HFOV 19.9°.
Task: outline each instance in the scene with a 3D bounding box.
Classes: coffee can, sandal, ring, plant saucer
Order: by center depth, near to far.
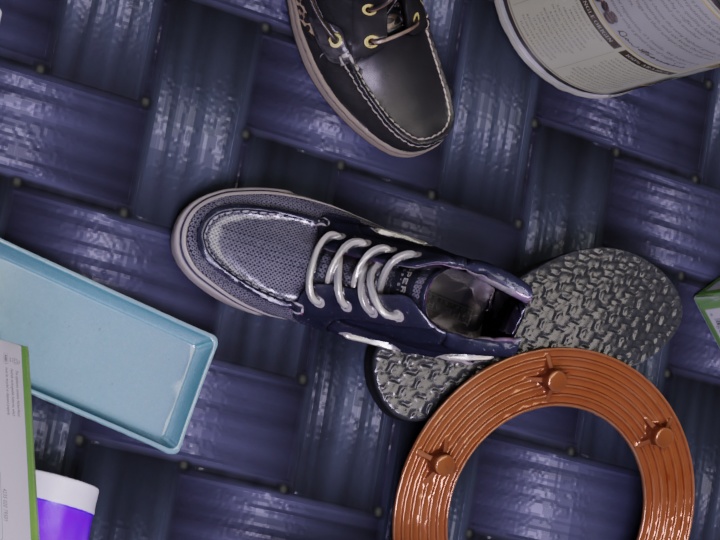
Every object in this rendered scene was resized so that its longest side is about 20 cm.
[{"bbox_3d":[-0.173,0.029,1.082,0.200,0.019,0.070,26,73,-25],"label":"plant saucer"},{"bbox_3d":[0.188,-0.187,1.196,0.146,0.200,0.147,3,84,-29],"label":"coffee can"},{"bbox_3d":[0.112,0.144,1.198,0.200,0.019,0.201,-4,100,-22],"label":"ring"},{"bbox_3d":[0.093,0.034,1.217,0.200,0.048,0.075,-14,93,-16],"label":"sandal"}]

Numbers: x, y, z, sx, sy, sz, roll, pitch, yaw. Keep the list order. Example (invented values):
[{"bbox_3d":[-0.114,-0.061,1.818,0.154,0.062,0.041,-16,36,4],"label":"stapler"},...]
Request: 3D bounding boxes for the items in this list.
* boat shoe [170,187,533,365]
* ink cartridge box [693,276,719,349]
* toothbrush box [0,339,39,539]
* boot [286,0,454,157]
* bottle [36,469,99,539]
[{"bbox_3d":[0.000,0.000,1.119,0.200,0.093,0.075,15,83,-14],"label":"boat shoe"},{"bbox_3d":[0.319,0.010,1.328,0.200,0.059,0.104,-34,100,-27],"label":"ink cartridge box"},{"bbox_3d":[-0.222,0.138,0.917,0.086,0.200,0.146,19,36,-27],"label":"toothbrush box"},{"bbox_3d":[0.020,-0.162,1.129,0.073,0.151,0.200,-28,98,-28],"label":"boot"},{"bbox_3d":[-0.180,0.201,1.034,0.083,0.065,0.200,19,76,-26],"label":"bottle"}]
